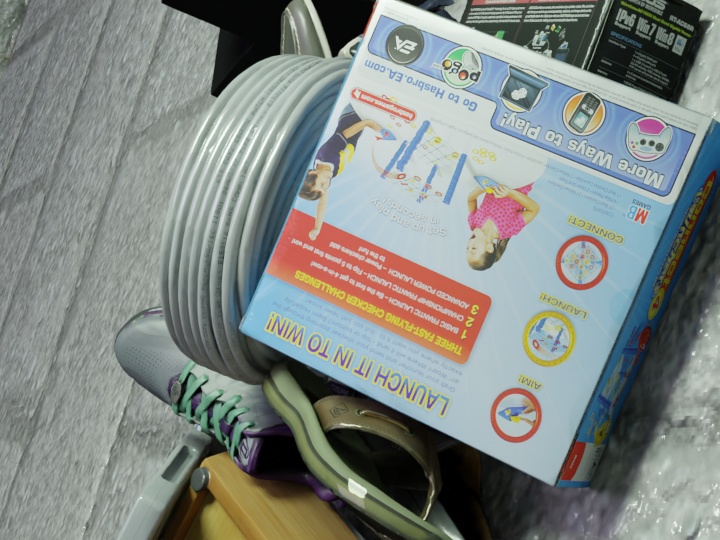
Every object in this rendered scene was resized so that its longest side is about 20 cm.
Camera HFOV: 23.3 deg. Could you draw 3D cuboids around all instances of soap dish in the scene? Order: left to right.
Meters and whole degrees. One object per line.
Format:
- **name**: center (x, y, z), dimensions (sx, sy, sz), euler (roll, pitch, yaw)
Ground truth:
- **soap dish**: center (-0.079, 0.225, 1.092), dimensions (0.157, 0.081, 0.200), euler (43, 110, 50)

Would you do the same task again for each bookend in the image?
- **bookend**: center (-0.079, -0.215, 1.385), dimensions (0.200, 0.198, 0.092), euler (-42, 36, 50)

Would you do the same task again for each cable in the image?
- **cable**: center (-0.043, -0.032, 1.023), dimensions (0.200, 0.069, 0.200), euler (-33, -42, -57)

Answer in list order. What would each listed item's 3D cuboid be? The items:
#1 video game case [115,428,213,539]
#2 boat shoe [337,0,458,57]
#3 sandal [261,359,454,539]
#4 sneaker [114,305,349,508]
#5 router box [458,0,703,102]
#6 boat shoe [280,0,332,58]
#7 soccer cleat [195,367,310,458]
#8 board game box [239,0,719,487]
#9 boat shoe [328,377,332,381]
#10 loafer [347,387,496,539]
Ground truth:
- **video game case**: center (-0.162, 0.211, 1.135), dimensions (0.200, 0.022, 0.182), euler (-63, -1, 9)
- **boat shoe**: center (0.030, -0.139, 1.258), dimensions (0.093, 0.075, 0.200), euler (-33, 0, -10)
- **sandal**: center (0.005, 0.093, 0.925), dimensions (0.057, 0.080, 0.201), euler (-42, 37, 1)
- **sneaker**: center (-0.077, 0.083, 1.096), dimensions (0.088, 0.200, 0.075), euler (-44, -30, -59)
- **router box**: center (0.104, -0.094, 1.029), dimensions (0.200, 0.062, 0.150), euler (21, 91, 68)
- **boat shoe**: center (-0.040, -0.091, 1.234), dimensions (0.067, 0.057, 0.200), euler (-128, 25, -67)
- **soccer cleat**: center (-0.071, 0.085, 1.223), dimensions (0.086, 0.070, 0.200), euler (-50, -6, -38)
- **board game box**: center (0.064, -0.017, 0.906), dimensions (0.200, 0.056, 0.196), euler (25, 94, 26)
- **boat shoe**: center (0.000, 0.000, 1.185), dimensions (0.070, 0.071, 0.200), euler (-32, 48, 52)
- **loafer**: center (0.042, 0.119, 0.981), dimensions (0.072, 0.073, 0.200), euler (-45, 40, 27)
